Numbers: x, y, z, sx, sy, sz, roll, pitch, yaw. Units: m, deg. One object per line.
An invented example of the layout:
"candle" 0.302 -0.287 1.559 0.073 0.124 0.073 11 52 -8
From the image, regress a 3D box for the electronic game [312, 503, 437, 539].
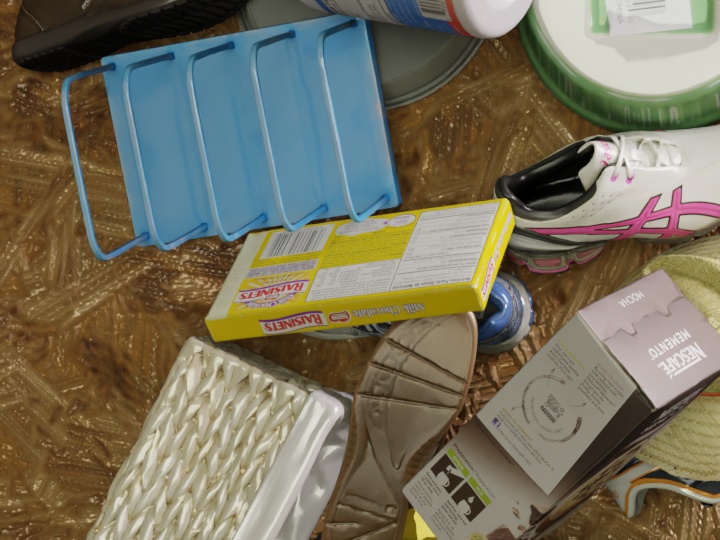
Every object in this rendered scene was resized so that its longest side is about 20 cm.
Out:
"electronic game" 0.036 0.261 1.575 0.198 0.042 0.202 0 86 4

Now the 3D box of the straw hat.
"straw hat" 0.227 0.033 1.488 0.199 0.085 0.202 -14 52 18

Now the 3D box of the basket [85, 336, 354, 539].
"basket" -0.096 0.154 1.559 0.123 0.136 0.201 27 92 11

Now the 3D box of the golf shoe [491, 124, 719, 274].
"golf shoe" 0.186 -0.059 1.540 0.198 0.092 0.073 -19 60 6

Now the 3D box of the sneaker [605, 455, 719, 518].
"sneaker" 0.259 0.114 1.536 0.198 0.078 0.080 -17 82 15

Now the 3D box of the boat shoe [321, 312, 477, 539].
"boat shoe" 0.026 0.108 1.533 0.072 0.072 0.202 18 99 1

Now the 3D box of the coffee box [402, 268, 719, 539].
"coffee box" 0.133 0.100 1.446 0.080 0.113 0.200 51 128 14

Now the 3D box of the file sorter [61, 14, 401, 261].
"file sorter" -0.091 -0.090 1.551 0.198 0.123 0.140 -8 98 16

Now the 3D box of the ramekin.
"ramekin" 0.201 -0.196 1.545 0.198 0.098 0.202 0 88 8

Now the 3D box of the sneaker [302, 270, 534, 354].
"sneaker" 0.020 0.014 1.571 0.198 0.085 0.078 4 88 9

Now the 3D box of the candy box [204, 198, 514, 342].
"candy box" 0.000 0.000 1.520 0.198 0.103 0.027 -7 126 24

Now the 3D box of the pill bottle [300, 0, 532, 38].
"pill bottle" 0.014 -0.224 1.509 0.199 0.112 0.113 15 90 33

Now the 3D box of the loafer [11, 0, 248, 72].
"loafer" -0.167 -0.200 1.602 0.198 0.073 0.072 -14 79 20

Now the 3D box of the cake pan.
"cake pan" 0.001 -0.215 1.608 0.198 0.037 0.202 0 88 8
